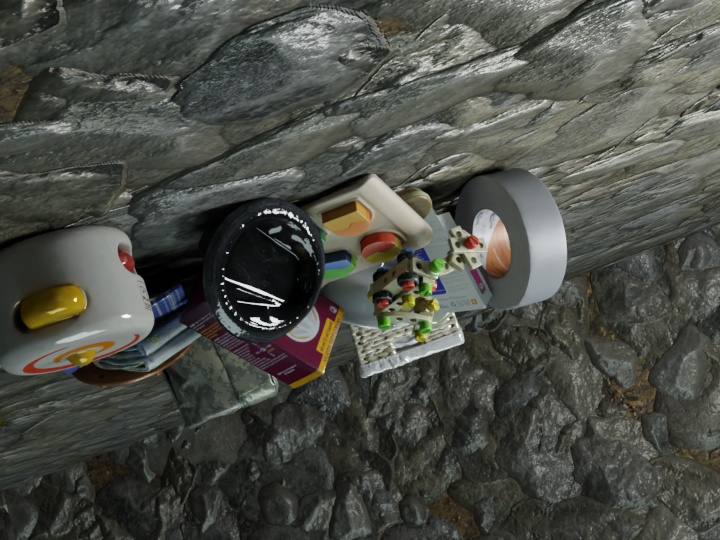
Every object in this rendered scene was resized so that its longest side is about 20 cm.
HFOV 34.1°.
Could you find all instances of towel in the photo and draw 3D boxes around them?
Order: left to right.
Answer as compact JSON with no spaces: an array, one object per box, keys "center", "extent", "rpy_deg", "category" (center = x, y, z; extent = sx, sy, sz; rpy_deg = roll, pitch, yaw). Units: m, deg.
[{"center":[-0.326,0.078,1.584],"extent":[0.199,0.024,0.145],"rpy_deg":[-31,175,-10],"category":"towel"},{"center":[-0.273,0.080,1.709],"extent":[0.200,0.048,0.171],"rpy_deg":[-37,-162,-31],"category":"towel"}]

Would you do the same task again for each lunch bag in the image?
[{"center":[-0.244,0.142,1.905],"extent":[0.167,0.201,0.139],"rpy_deg":[-24,-179,-8],"category":"lunch bag"}]

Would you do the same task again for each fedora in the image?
[{"center":[-0.140,-0.007,1.496],"extent":[0.200,0.202,0.091],"rpy_deg":[-10,-159,-43],"category":"fedora"}]

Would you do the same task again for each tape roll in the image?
[{"center":[0.217,-0.046,1.722],"extent":[0.066,0.201,0.200],"rpy_deg":[-13,169,-24],"category":"tape roll"}]

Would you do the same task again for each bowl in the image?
[{"center":[0.000,0.000,1.765],"extent":[0.201,0.201,0.091],"rpy_deg":[-9,125,-46],"category":"bowl"}]

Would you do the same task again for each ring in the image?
[{"center":[-0.342,0.119,1.782],"extent":[0.199,0.019,0.201],"rpy_deg":[-10,-152,6],"category":"ring"}]

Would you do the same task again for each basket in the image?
[{"center":[0.068,0.077,2.122],"extent":[0.197,0.162,0.200],"rpy_deg":[-19,-173,1],"category":"basket"}]

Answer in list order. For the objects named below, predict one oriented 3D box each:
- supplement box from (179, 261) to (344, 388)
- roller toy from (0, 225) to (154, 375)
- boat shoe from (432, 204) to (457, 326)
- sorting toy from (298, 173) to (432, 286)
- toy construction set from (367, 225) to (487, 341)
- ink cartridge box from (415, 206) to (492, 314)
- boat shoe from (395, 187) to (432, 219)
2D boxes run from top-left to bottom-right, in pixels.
[{"center":[-0.135,0.062,1.629],"extent":[0.200,0.111,0.086],"rpy_deg":[32,145,-21],"category":"supplement box"},{"center":[-0.333,0.041,1.340],"extent":[0.182,0.140,0.200],"rpy_deg":[-10,167,-44],"category":"roller toy"},{"center":[0.129,-0.009,1.828],"extent":[0.072,0.202,0.060],"rpy_deg":[32,165,-38],"category":"boat shoe"},{"center":[-0.024,-0.041,1.588],"extent":[0.199,0.037,0.185],"rpy_deg":[-24,145,21],"category":"sorting toy"},{"center":[0.087,0.021,1.624],"extent":[0.131,0.092,0.200],"rpy_deg":[17,132,-28],"category":"toy construction set"},{"center":[0.109,-0.025,1.714],"extent":[0.094,0.200,0.037],"rpy_deg":[-9,-147,40],"category":"ink cartridge box"},{"center":[0.007,-0.070,1.651],"extent":[0.200,0.063,0.073],"rpy_deg":[-30,142,25],"category":"boat shoe"}]
